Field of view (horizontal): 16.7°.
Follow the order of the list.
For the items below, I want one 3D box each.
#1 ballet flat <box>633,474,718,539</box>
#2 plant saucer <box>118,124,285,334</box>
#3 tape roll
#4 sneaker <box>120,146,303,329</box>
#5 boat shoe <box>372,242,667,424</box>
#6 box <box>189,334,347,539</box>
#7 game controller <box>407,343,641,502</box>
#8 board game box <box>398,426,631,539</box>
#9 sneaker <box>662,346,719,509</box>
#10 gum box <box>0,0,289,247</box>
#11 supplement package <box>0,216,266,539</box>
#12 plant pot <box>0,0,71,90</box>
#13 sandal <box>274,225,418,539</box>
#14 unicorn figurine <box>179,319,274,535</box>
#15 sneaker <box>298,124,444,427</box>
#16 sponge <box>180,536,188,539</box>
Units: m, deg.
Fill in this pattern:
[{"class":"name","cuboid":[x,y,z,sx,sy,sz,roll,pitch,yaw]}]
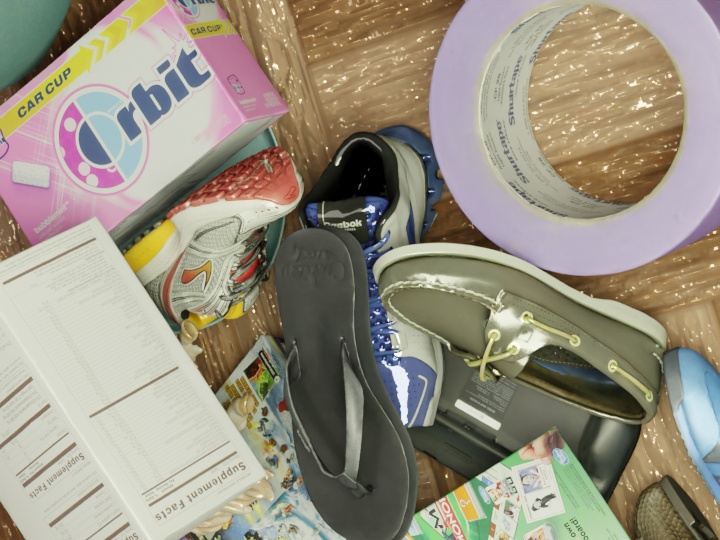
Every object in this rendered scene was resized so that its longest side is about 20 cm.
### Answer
[{"class":"ballet flat","cuboid":[0.214,0.206,1.498,0.046,0.067,0.200,-38,46,11]},{"class":"plant saucer","cuboid":[-0.135,-0.057,1.685,0.200,0.027,0.200,4,100,24]},{"class":"tape roll","cuboid":[0.149,-0.101,1.511,0.200,0.085,0.200,5,101,25]},{"class":"sneaker","cuboid":[-0.082,-0.018,1.589,0.082,0.078,0.200,54,150,0]},{"class":"boat shoe","cuboid":[0.100,0.040,1.508,0.202,0.060,0.072,19,144,-20]},{"class":"box","cuboid":[-0.047,0.160,1.630,0.137,0.040,0.200,-51,52,23]},{"class":"game controller","cuboid":[0.084,0.085,1.603,0.200,0.042,0.104,30,95,19]},{"class":"board game box","cuboid":[0.115,0.211,1.486,0.135,0.029,0.200,-31,66,-2]},{"class":"sneaker","cuboid":[0.255,0.128,1.512,0.078,0.066,0.200,-28,88,19]},{"class":"gum box","cuboid":[-0.161,-0.094,1.640,0.200,0.066,0.114,-37,83,26]},{"class":"supplement package","cuboid":[-0.175,0.089,1.552,0.110,0.114,0.200,-38,83,45]},{"class":"plant pot","cuboid":[-0.273,-0.195,1.656,0.200,0.200,0.135,8,136,24]},{"class":"sandal","cuboid":[-0.019,0.074,1.499,0.076,0.043,0.200,-14,91,30]},{"class":"unicorn figurine","cuboid":[-0.144,0.091,1.643,0.137,0.074,0.200,-42,65,40]},{"class":"sneaker","cuboid":[0.000,-0.001,1.558,0.081,0.115,0.199,-1,84,21]},{"class":"sponge","cuboid":[-0.092,0.283,1.661,0.112,0.030,0.200,23,130,64]}]
